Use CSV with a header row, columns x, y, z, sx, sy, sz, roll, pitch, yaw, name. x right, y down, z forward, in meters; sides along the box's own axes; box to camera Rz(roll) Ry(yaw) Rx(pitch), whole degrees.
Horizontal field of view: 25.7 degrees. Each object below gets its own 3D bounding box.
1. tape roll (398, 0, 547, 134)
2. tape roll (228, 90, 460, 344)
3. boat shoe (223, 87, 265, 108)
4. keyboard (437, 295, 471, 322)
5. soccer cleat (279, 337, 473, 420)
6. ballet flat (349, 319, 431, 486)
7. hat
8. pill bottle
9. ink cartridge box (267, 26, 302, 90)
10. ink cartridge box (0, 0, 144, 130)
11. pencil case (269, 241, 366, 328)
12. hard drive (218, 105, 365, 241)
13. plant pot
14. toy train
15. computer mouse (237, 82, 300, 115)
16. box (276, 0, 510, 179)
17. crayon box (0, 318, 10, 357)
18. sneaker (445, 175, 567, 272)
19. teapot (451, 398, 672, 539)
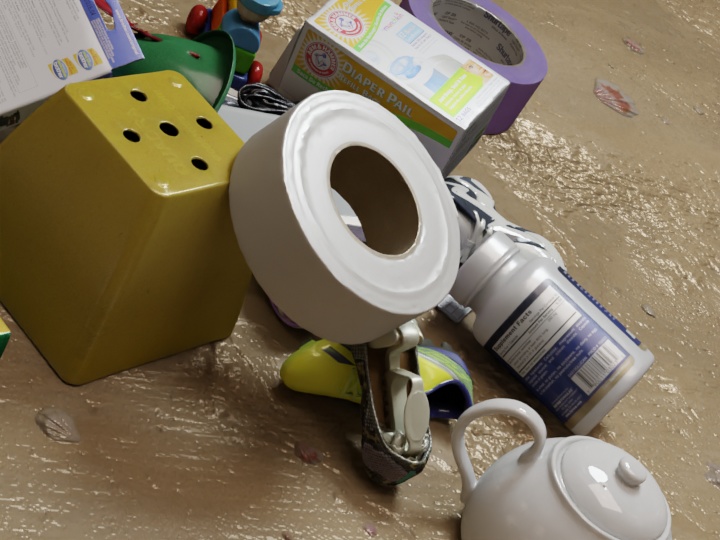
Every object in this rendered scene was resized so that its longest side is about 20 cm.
x,y,z,sx,sy,sz,roll,pitch,yaw,name
0.126,-0.266,1.958,0.200,0.085,0.200,22,35,-16,tape roll
-0.009,-0.044,1.298,0.202,0.071,0.203,26,50,-35,tape roll
-0.121,-0.128,1.595,0.199,0.075,0.093,20,51,-20,boat shoe
0.036,-0.021,1.634,0.200,0.011,0.056,40,33,9,keyboard
0.022,0.101,1.418,0.200,0.065,0.084,6,47,-35,soccer cleat
0.030,0.083,1.361,0.072,0.072,0.201,2,76,-39,ballet flat
-0.237,-0.200,1.456,0.176,0.166,0.200,35,-7,-30,hat
0.182,0.058,1.556,0.200,0.111,0.111,44,34,8,pill bottle
0.018,-0.190,1.765,0.200,0.084,0.145,45,35,16,ink cartridge box
-0.307,-0.196,1.423,0.200,0.042,0.120,-24,74,-11,ink cartridge box
0.000,0.000,1.507,0.200,0.084,0.086,-11,69,-47,pencil case
-0.055,-0.091,1.495,0.199,0.027,0.132,9,48,-15,hard drive
-0.194,-0.054,1.327,0.200,0.177,0.200,48,35,20,plant pot
-0.134,-0.299,1.746,0.084,0.116,0.200,20,36,-20,toy train
-0.065,-0.081,1.556,0.140,0.046,0.201,12,61,-26,computer mouse
0.032,-0.191,1.626,0.200,0.101,0.113,36,46,8,box
-0.372,0.007,1.203,0.119,0.058,0.200,-13,55,-48,crayon box
0.117,-0.028,1.642,0.129,0.080,0.199,-1,46,-47,sneaker
0.189,0.210,1.347,0.200,0.146,0.198,4,43,-36,teapot
